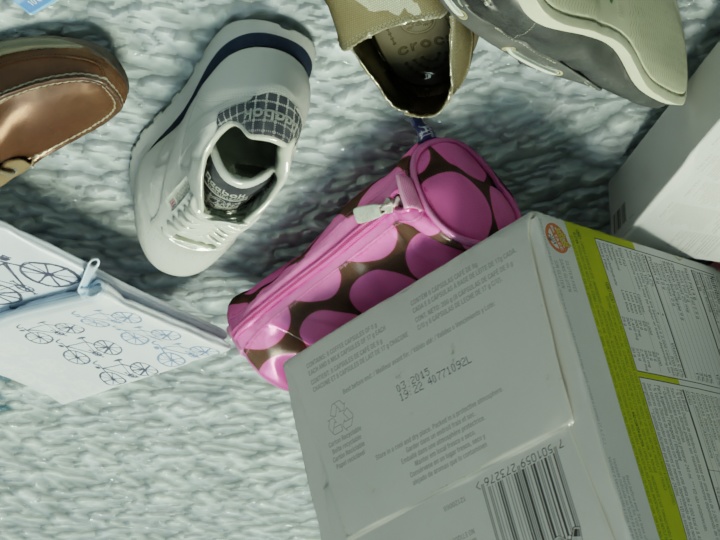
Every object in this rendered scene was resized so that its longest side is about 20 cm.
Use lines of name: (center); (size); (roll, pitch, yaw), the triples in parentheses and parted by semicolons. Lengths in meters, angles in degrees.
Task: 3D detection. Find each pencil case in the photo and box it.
pencil case: (0.000, 0.000, 1.060); (0.093, 0.091, 0.200); (-13, 158, -47)

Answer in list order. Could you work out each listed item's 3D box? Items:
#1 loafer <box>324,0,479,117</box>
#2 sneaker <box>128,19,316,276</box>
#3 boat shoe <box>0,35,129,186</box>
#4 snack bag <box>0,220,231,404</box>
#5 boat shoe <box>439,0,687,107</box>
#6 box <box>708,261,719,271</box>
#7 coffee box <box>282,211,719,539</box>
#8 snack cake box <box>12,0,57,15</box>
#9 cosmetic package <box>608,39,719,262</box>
loafer: (0.012, -0.149, 0.874); (0.076, 0.068, 0.200); (-18, 141, 19)
sneaker: (-0.083, -0.049, 0.993); (0.076, 0.081, 0.200); (9, 143, -18)
boat shoe: (-0.213, -0.064, 0.968); (0.199, 0.072, 0.076); (-19, 141, 20)
snack bag: (-0.209, 0.026, 1.093); (0.200, 0.021, 0.188); (30, 148, -36)
boat shoe: (0.107, -0.128, 0.899); (0.067, 0.072, 0.200); (-7, 166, 35)
box: (0.232, 0.081, 1.146); (0.200, 0.128, 0.109); (-32, 135, 33)
coffee box: (0.107, 0.113, 1.026); (0.199, 0.201, 0.197); (-31, 152, 33)
snack cake box: (-0.110, -0.210, 0.787); (0.199, 0.067, 0.115); (-25, 139, 26)
cosmetic package: (0.211, -0.073, 0.983); (0.082, 0.051, 0.200); (9, 151, -13)
